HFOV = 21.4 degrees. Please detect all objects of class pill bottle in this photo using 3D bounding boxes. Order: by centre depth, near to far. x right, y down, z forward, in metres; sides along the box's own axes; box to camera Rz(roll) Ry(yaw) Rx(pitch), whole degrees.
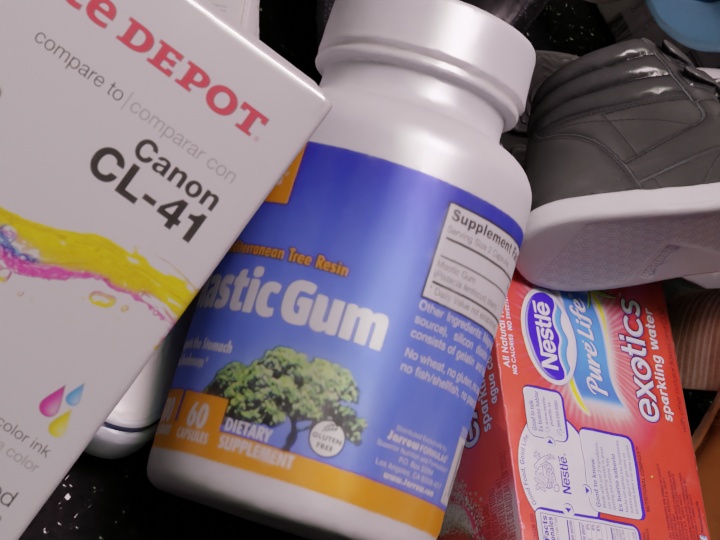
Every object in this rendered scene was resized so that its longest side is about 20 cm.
[{"bbox_3d":[0.000,0.000,0.717,0.112,0.112,0.201,21,79,-25],"label":"pill bottle"}]

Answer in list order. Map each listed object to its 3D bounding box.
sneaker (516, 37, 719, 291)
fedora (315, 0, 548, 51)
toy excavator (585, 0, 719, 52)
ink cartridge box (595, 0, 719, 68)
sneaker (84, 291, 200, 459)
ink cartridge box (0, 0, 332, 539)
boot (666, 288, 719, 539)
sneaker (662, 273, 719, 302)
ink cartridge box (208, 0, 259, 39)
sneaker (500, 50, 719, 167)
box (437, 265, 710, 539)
[{"bbox_3d":[0.157,-0.050,0.767,0.199,0.071,0.100,-3,55,0],"label":"sneaker"},{"bbox_3d":[0.026,-0.177,0.873,0.200,0.201,0.092,-18,46,-42],"label":"fedora"},{"bbox_3d":[0.159,-0.158,0.922,0.100,0.200,0.195,-10,68,-45],"label":"toy excavator"},{"bbox_3d":[0.185,-0.164,1.005,0.068,0.116,0.201,-13,71,-44],"label":"ink cartridge box"},{"bbox_3d":[-0.085,-0.025,0.748,0.073,0.071,0.201,21,52,-25],"label":"sneaker"},{"bbox_3d":[-0.125,-0.021,0.629,0.147,0.200,0.086,36,5,-10],"label":"ink cartridge box"},{"bbox_3d":[0.186,0.104,0.774,0.073,0.154,0.201,-2,95,-43],"label":"boot"},{"bbox_3d":[0.162,0.034,0.899,0.074,0.119,0.200,-15,37,-34],"label":"sneaker"},{"bbox_3d":[-0.118,-0.115,0.761,0.160,0.050,0.200,3,37,1],"label":"ink cartridge box"},{"bbox_3d":[0.129,-0.063,0.903,0.115,0.199,0.076,-29,122,-80],"label":"sneaker"},{"bbox_3d":[0.069,0.065,0.787,0.099,0.095,0.201,14,55,-30],"label":"box"}]
